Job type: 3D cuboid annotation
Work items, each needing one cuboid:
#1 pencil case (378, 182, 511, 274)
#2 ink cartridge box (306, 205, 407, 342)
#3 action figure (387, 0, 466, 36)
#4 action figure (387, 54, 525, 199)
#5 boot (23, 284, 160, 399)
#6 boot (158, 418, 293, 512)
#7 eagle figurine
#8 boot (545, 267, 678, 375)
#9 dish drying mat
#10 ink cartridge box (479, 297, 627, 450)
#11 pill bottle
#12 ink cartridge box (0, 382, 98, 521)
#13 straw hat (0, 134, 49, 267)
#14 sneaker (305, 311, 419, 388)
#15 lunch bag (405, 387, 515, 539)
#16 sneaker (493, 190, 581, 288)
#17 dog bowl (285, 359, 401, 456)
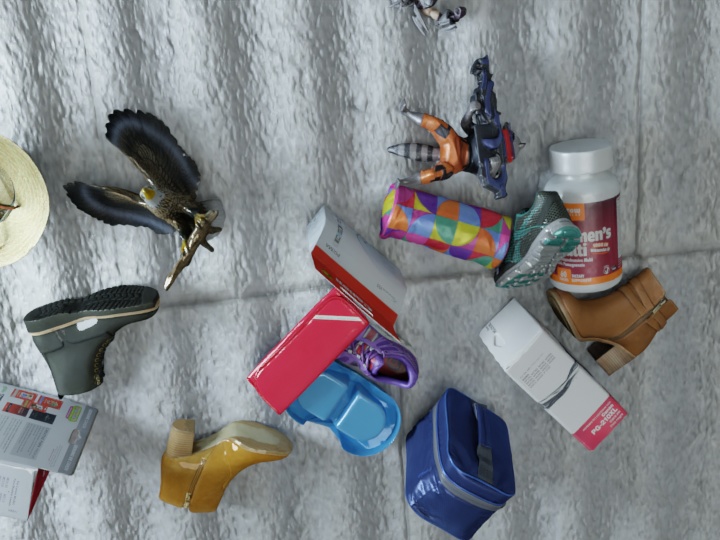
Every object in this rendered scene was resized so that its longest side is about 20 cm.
[{"bbox_3d":[0.123,-0.061,1.252,0.196,0.089,0.090,17,105,-12],"label":"pencil case"},{"bbox_3d":[0.000,0.000,1.192,0.159,0.200,0.047,41,100,-17],"label":"ink cartridge box"},{"bbox_3d":[0.124,-0.398,1.156,0.196,0.070,0.132,-24,118,5],"label":"action figure"},{"bbox_3d":[0.141,-0.195,1.226,0.188,0.104,0.206,4,80,-15],"label":"action figure"},{"bbox_3d":[-0.370,0.105,1.253,0.195,0.078,0.141,-9,113,10],"label":"boot"},{"bbox_3d":[-0.210,0.309,1.339,0.196,0.071,0.147,9,112,-6],"label":"boot"},{"bbox_3d":[-0.282,-0.104,1.182,0.199,0.152,0.152,38,56,13],"label":"eagle figurine"},{"bbox_3d":[0.385,0.050,1.326,0.154,0.074,0.200,-43,119,8],"label":"boot"},{"bbox_3d":[-0.078,0.118,1.262,0.077,0.018,0.200,45,103,1],"label":"dish drying mat"},{"bbox_3d":[0.286,0.153,1.304,0.199,0.145,0.084,42,97,-17],"label":"ink cartridge box"},{"bbox_3d":[0.323,-0.081,1.255,0.107,0.110,0.205,-9,108,-4],"label":"pill bottle"},{"bbox_3d":[-0.475,0.251,1.210,0.171,0.201,0.086,16,106,-10],"label":"ink cartridge box"},{"bbox_3d":[-0.497,-0.112,1.158,0.195,0.086,0.206,1,118,1],"label":"straw hat"},{"bbox_3d":[0.005,0.115,1.290,0.196,0.084,0.082,24,103,-11],"label":"sneaker"},{"bbox_3d":[0.155,0.279,1.306,0.134,0.202,0.133,30,120,-17],"label":"lunch bag"},{"bbox_3d":[0.247,-0.043,1.245,0.076,0.201,0.093,-1,63,-22],"label":"sneaker"},{"bbox_3d":[-0.030,0.201,1.331,0.198,0.050,0.113,33,101,-16],"label":"dog bowl"}]
